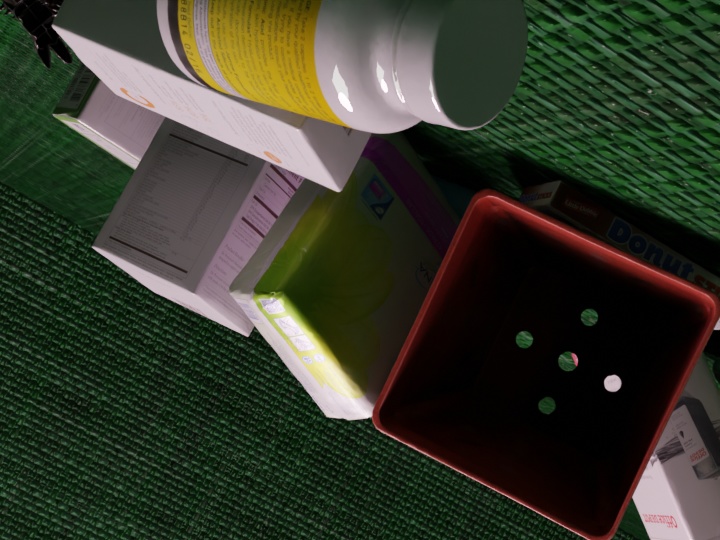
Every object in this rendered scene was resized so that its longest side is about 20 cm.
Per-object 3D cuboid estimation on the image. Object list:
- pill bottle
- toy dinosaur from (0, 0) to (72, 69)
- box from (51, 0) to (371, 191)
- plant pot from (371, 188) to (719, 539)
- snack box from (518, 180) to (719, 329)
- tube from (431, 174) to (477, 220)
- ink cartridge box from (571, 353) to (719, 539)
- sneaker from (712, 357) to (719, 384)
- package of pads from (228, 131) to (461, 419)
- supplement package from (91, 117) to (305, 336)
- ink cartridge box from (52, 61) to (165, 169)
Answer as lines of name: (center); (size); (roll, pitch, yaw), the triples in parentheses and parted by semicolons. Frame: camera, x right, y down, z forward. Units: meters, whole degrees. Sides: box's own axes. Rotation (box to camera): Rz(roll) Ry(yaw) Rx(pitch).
pill bottle: (-0.011, -0.138, 0.777); (0.200, 0.111, 0.111); (20, 168, 39)
toy dinosaur: (-0.251, -0.228, 1.061); (0.200, 0.102, 0.136); (7, -153, -47)
box: (-0.091, -0.152, 0.976); (0.200, 0.098, 0.124); (24, 170, 17)
plant pot: (0.154, 0.072, 1.105); (0.200, 0.200, 0.176); (26, -177, 14)
snack box: (0.218, -0.009, 1.095); (0.200, 0.024, 0.072); (30, 172, -13)
tube: (0.092, -0.048, 1.196); (0.200, 0.050, 0.077); (19, 172, 17)
ink cartridge box: (0.278, 0.146, 1.264); (0.146, 0.085, 0.200); (106, 143, -81)
sneaker: (0.381, 0.171, 1.245); (0.200, 0.140, 0.078); (29, 171, -9)
package of pads: (0.000, 0.000, 1.107); (0.068, 0.200, 0.155); (-2, 134, 44)
supplement package: (-0.108, -0.068, 1.158); (0.114, 0.200, 0.110); (24, 169, 27)
ink cartridge box: (-0.168, -0.133, 1.276); (0.200, 0.104, 0.059); (34, 169, -35)
